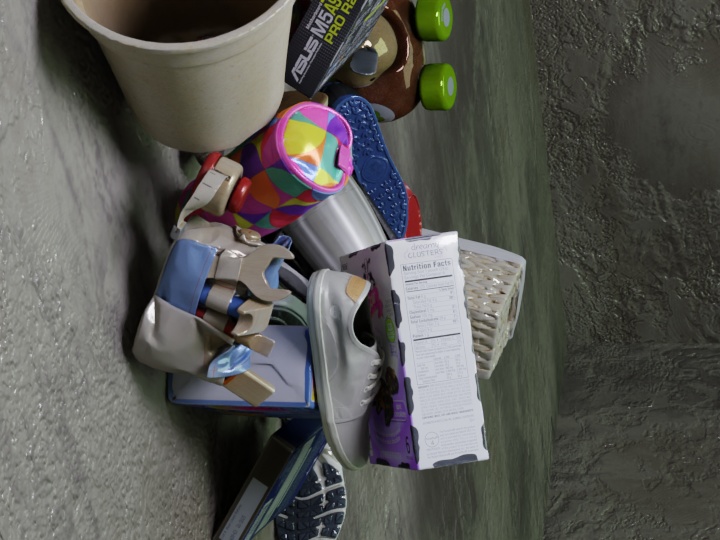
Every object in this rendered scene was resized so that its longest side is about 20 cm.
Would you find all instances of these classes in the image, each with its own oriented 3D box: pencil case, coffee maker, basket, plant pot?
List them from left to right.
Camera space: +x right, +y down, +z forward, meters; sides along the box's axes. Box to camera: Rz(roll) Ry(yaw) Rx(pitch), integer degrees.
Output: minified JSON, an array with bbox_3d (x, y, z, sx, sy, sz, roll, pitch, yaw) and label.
[{"bbox_3d":[-0.130,-0.196,1.290,0.184,0.198,0.202,87,9,-59],"label":"plant pot"},{"bbox_3d":[-0.082,-0.073,1.411,0.200,0.088,0.089,-29,-124,54],"label":"pencil case"},{"bbox_3d":[0.000,0.000,1.714,0.201,0.134,0.192,56,12,5],"label":"coffee maker"},{"bbox_3d":[0.101,0.043,2.129,0.124,0.198,0.136,-63,164,-47],"label":"basket"}]

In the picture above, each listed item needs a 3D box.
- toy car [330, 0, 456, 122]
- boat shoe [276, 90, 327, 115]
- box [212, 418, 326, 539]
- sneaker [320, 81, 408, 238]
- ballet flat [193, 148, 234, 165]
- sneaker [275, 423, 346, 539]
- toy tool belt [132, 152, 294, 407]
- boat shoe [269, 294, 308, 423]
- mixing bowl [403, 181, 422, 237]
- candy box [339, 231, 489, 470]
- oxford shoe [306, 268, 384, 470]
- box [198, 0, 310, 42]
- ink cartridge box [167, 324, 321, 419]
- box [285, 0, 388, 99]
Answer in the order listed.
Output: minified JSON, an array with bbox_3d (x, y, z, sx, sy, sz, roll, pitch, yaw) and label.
[{"bbox_3d":[0.000,-0.234,1.850,0.200,0.163,0.160,-36,125,-63],"label":"toy car"},{"bbox_3d":[-0.086,-0.126,1.673,0.200,0.073,0.063,-53,143,-52],"label":"boat shoe"},{"bbox_3d":[-0.079,0.201,1.642,0.122,0.032,0.200,-61,170,13],"label":"box"},{"bbox_3d":[-0.001,-0.115,1.798,0.078,0.070,0.202,-132,-156,-57],"label":"sneaker"},{"bbox_3d":[-0.128,-0.148,1.560,0.200,0.046,0.068,-71,169,-61],"label":"ballet flat"},{"bbox_3d":[-0.044,0.227,1.806,0.086,0.077,0.202,61,32,-69],"label":"sneaker"},{"bbox_3d":[-0.101,0.012,1.362,0.125,0.122,0.201,-63,176,-64],"label":"toy tool belt"},{"bbox_3d":[-0.082,0.094,1.663,0.200,0.073,0.069,85,-3,-56],"label":"boat shoe"},{"bbox_3d":[0.013,-0.043,1.983,0.200,0.107,0.203,0,90,-75],"label":"mixing bowl"},{"bbox_3d":[0.046,0.074,1.487,0.168,0.071,0.202,162,-80,-75],"label":"candy box"},{"bbox_3d":[-0.006,0.091,1.444,0.075,0.057,0.202,-68,154,-60],"label":"oxford shoe"},{"bbox_3d":[-0.113,-0.237,1.501,0.200,0.094,0.101,-32,121,-74],"label":"box"},{"bbox_3d":[-0.082,0.097,1.529,0.200,0.135,0.077,27,65,-74],"label":"ink cartridge box"},{"bbox_3d":[0.000,-0.260,1.504,0.161,0.044,0.200,-59,179,29],"label":"box"}]
